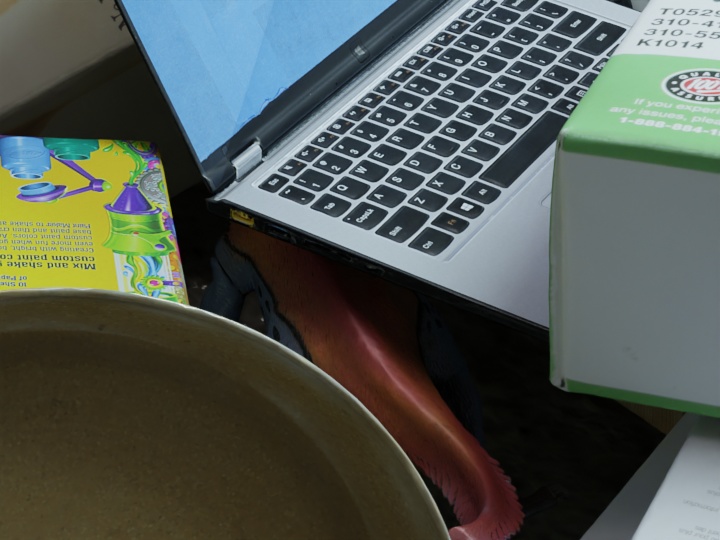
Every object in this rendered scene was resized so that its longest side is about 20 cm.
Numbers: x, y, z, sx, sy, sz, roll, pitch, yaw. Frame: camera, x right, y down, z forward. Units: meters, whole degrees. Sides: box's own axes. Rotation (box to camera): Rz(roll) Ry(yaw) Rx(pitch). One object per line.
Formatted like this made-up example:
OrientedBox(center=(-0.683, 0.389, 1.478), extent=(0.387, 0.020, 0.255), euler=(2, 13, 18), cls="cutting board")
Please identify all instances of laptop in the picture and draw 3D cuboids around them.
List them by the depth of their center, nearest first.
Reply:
OrientedBox(center=(0.028, -0.096, 0.788), extent=(0.200, 0.116, 0.187), euler=(22, 38, 21), cls="laptop")

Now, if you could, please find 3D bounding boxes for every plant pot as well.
OrientedBox(center=(-0.074, 0.094, 0.599), extent=(0.200, 0.200, 0.027), euler=(1, 20, -12), cls="plant pot")

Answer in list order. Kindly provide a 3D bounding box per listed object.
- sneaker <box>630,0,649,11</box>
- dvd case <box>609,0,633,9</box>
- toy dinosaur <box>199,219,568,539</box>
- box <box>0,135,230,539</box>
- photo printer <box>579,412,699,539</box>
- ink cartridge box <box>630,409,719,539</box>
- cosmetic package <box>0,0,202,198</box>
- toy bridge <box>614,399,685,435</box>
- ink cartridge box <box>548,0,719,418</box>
OrientedBox(center=(0.170, -0.072, 0.917), extent=(0.200, 0.081, 0.076), euler=(29, 19, 31), cls="sneaker")
OrientedBox(center=(-0.008, -0.109, 0.984), extent=(0.200, 0.018, 0.143), euler=(-19, 45, 4), cls="dvd case")
OrientedBox(center=(0.000, 0.000, 0.798), extent=(0.105, 0.200, 0.182), euler=(-21, 86, -23), cls="toy dinosaur")
OrientedBox(center=(-0.149, 0.059, 0.700), extent=(0.200, 0.122, 0.193), euler=(2, 32, -12), cls="box")
OrientedBox(center=(0.154, 0.085, 0.707), extent=(0.166, 0.070, 0.200), euler=(30, 66, 29), cls="photo printer")
OrientedBox(center=(0.095, 0.109, 0.609), extent=(0.095, 0.037, 0.200), euler=(15, 43, 22), cls="ink cartridge box")
OrientedBox(center=(-0.075, -0.086, 0.920), extent=(0.200, 0.071, 0.105), euler=(-30, 42, -9), cls="cosmetic package")
OrientedBox(center=(0.147, -0.019, 0.821), extent=(0.200, 0.027, 0.067), euler=(-33, 47, -28), cls="toy bridge")
OrientedBox(center=(0.150, -0.039, 0.707), extent=(0.146, 0.084, 0.200), euler=(9, 34, 19), cls="ink cartridge box")
